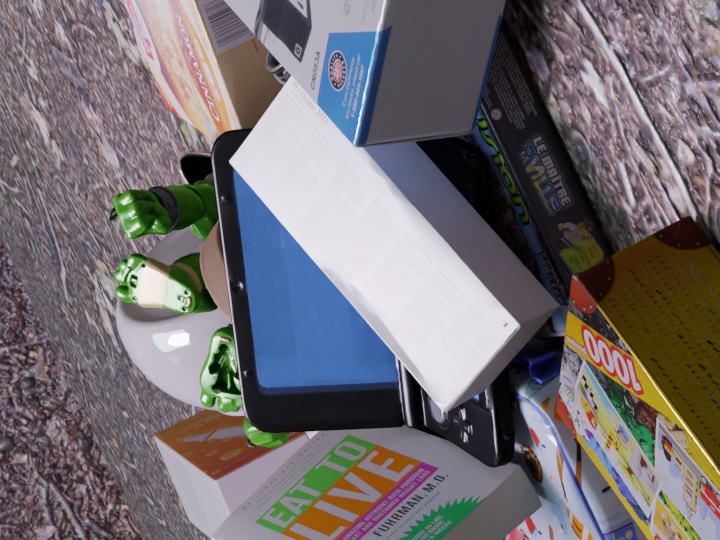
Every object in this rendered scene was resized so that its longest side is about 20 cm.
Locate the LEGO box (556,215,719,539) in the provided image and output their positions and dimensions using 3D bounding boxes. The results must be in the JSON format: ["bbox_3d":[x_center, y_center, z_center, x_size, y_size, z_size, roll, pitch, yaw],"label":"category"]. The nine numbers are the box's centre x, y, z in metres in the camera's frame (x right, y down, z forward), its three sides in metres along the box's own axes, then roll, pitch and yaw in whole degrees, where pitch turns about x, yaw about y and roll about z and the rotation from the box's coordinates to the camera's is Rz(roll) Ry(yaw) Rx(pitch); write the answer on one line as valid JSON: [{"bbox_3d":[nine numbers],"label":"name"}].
[{"bbox_3d":[0.191,0.096,1.339,0.200,0.077,0.149,55,163,28],"label":"LEGO box"}]

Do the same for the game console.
[{"bbox_3d":[0.001,0.017,1.551,0.176,0.116,0.201,-150,50,-63],"label":"game console"}]

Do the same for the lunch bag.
[{"bbox_3d":[0.129,0.112,1.571,0.161,0.075,0.200,67,165,-14],"label":"lunch bag"}]

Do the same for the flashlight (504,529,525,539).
[{"bbox_3d":[0.094,0.140,1.757,0.200,0.068,0.068,51,168,37],"label":"flashlight"}]

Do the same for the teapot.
[{"bbox_3d":[-0.088,0.045,1.993,0.146,0.197,0.200,59,180,-27],"label":"teapot"}]

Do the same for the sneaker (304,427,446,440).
[{"bbox_3d":[0.025,0.108,1.758,0.200,0.074,0.088,42,127,46],"label":"sneaker"}]

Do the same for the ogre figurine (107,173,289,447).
[{"bbox_3d":[-0.092,0.017,1.794,0.200,0.120,0.098,43,126,1],"label":"ogre figurine"}]

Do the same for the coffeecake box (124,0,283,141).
[{"bbox_3d":[-0.106,-0.177,1.884,0.200,0.073,0.154,37,151,60],"label":"coffeecake box"}]

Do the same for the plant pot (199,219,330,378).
[{"bbox_3d":[0.000,0.000,1.703,0.201,0.200,0.093,52,121,36],"label":"plant pot"}]

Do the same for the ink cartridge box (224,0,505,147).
[{"bbox_3d":[-0.004,-0.185,1.432,0.200,0.083,0.146,50,139,42],"label":"ink cartridge box"}]

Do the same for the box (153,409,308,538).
[{"bbox_3d":[-0.094,0.186,2.345,0.200,0.124,0.098,22,136,67],"label":"box"}]

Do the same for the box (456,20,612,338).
[{"bbox_3d":[0.088,-0.058,1.505,0.201,0.035,0.110,65,165,-4],"label":"box"}]

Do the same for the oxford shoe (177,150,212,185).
[{"bbox_3d":[-0.054,-0.027,1.856,0.199,0.071,0.074,27,175,24],"label":"oxford shoe"}]

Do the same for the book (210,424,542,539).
[{"bbox_3d":[0.006,0.159,1.598,0.200,0.133,0.048,12,136,58],"label":"book"}]

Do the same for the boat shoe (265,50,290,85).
[{"bbox_3d":[-0.032,-0.148,1.687,0.072,0.071,0.201,30,145,63],"label":"boat shoe"}]

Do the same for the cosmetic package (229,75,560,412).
[{"bbox_3d":[0.019,-0.023,1.476,0.200,0.051,0.083,50,128,13],"label":"cosmetic package"}]
